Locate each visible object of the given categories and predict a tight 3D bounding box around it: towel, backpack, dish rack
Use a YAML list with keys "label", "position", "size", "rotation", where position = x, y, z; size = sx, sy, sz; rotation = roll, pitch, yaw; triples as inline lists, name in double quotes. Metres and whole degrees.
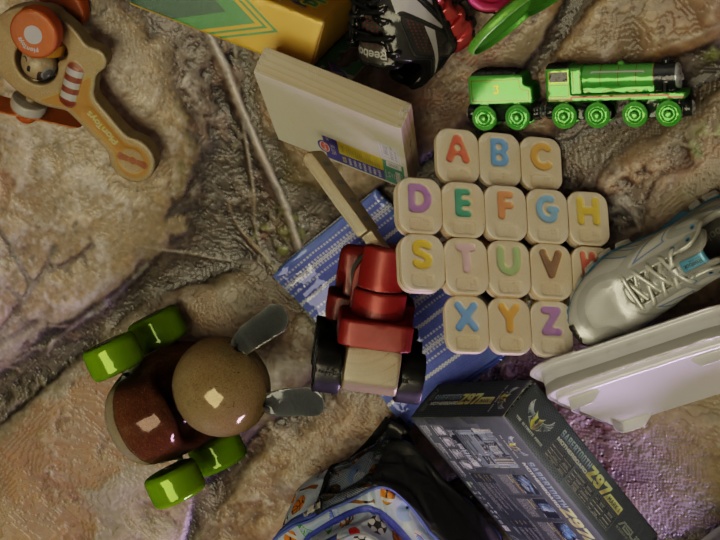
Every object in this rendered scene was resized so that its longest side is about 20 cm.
- label: "towel"
  position: [0.029, 0.039, 1.749]
  size: [0.145, 0.024, 0.200]
  rotation: [-37, 98, 28]
- label: "backpack"
  position: [0.013, 0.268, 1.792]
  size: [0.190, 0.154, 0.200]
  rotation: [-25, 110, 42]
- label: "dish rack"
  position: [0.264, 0.090, 1.617]
  size: [0.200, 0.172, 0.044]
  rotation: [-21, 65, 25]

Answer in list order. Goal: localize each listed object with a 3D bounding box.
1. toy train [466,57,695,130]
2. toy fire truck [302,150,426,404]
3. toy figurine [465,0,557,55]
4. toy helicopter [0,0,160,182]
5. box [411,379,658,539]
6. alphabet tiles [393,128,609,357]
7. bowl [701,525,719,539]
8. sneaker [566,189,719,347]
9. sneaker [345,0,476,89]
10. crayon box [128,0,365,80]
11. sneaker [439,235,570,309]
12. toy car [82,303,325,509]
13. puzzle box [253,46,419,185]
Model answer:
- label: "toy train"
  position: [0.186, -0.151, 1.599]
  size: [0.199, 0.042, 0.057]
  rotation: [0, 103, 19]
- label: "toy fire truck"
  position: [0.000, 0.000, 1.638]
  size: [0.128, 0.176, 0.201]
  rotation: [8, 98, -2]
- label: "toy figurine"
  position: [0.109, -0.303, 1.496]
  size: [0.200, 0.150, 0.184]
  rotation: [-39, 85, -1]
- label: "toy helicopter"
  position: [-0.267, -0.157, 1.729]
  size: [0.132, 0.079, 0.200]
  rotation: [-35, 103, 29]
- label: "box"
  position: [0.157, 0.187, 1.703]
  size: [0.200, 0.051, 0.158]
  rotation: [50, 155, -16]
- label: "alphabet tiles"
  position: [0.124, -0.024, 1.596]
  size: [0.199, 0.196, 0.015]
  rotation: [4, 165, -20]
- label: "bowl"
  position: [0.371, 0.311, 1.668]
  size: [0.200, 0.090, 0.202]
  rotation: [-3, 80, 16]
- label: "sneaker"
  position: [0.259, -0.006, 1.568]
  size: [0.200, 0.087, 0.075]
  rotation: [-37, 94, -1]
- label: "sneaker"
  position: [0.024, -0.222, 1.537]
  size: [0.071, 0.098, 0.200]
  rotation: [25, 164, 38]
- label: "crayon box"
  position: [-0.080, -0.232, 1.599]
  size: [0.199, 0.126, 0.052]
  rotation: [22, 119, 7]
- label: "sneaker"
  position: [0.156, 0.020, 1.658]
  size: [0.199, 0.090, 0.075]
  rotation: [18, 118, 11]
- label: "toy car"
  position: [-0.128, 0.105, 1.749]
  size: [0.200, 0.158, 0.165]
  rotation: [-22, 96, 31]
- label: "puzzle box"
  position: [-0.017, -0.127, 1.603]
  size: [0.133, 0.200, 0.025]
  rotation: [22, 80, 7]
